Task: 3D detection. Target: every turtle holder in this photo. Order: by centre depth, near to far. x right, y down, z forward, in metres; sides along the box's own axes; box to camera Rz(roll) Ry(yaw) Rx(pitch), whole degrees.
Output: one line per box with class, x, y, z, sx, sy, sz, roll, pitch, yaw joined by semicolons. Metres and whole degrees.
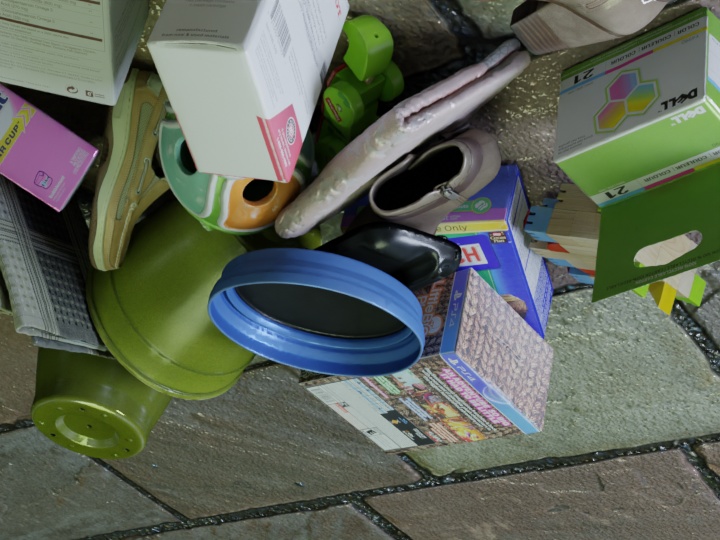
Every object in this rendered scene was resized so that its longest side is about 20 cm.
turtle holder;-0.109;-0.129;1.160;0.139;0.188;0.132;3;174;-3

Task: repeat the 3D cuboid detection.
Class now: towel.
towel;0.035;-0.112;1.124;0.032;0.191;0.200;53;139;3
towel;-0.317;-0.007;1.310;0.034;0.201;0.192;-29;159;14

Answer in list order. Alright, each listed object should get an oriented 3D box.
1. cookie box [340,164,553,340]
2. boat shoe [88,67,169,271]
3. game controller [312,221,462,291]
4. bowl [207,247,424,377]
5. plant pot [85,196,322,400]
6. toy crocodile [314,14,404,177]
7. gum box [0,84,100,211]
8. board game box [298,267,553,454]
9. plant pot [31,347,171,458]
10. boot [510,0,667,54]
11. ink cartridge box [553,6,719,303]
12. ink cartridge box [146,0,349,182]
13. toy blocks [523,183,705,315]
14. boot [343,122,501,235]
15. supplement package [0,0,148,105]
cookie box;0.091;-0.012;1.321;0.169;0.076;0.201;-1;142;21
boat shoe;-0.211;-0.089;1.249;0.075;0.072;0.202;10;113;-8
game controller;0.000;0.000;1.184;0.104;0.043;0.199;26;151;-27
bowl;-0.037;0.039;1.186;0.198;0.040;0.201;10;155;5
plant pot;-0.142;-0.004;1.327;0.199;0.202;0.193;31;129;-25
toy crocodile;-0.010;-0.143;1.182;0.062;0.067;0.201;45;150;18
gum box;-0.307;-0.115;1.219;0.113;0.066;0.200;34;178;-11
board game box;0.067;0.098;1.330;0.199;0.098;0.159;-14;138;36
plant pot;-0.278;0.098;1.474;0.198;0.194;0.201;8;145;6
boot;0.148;-0.249;0.981;0.146;0.071;0.200;-28;130;34
ink cartridge box;0.233;-0.092;1.056;0.147;0.202;0.076;-22;133;38
ink cartridge box;-0.079;-0.193;1.015;0.084;0.201;0.146;7;145;17
toy blocks;0.225;-0.030;1.242;0.136;0.101;0.199;9;166;42
boot;0.039;-0.060;1.157;0.199;0.146;0.071;-38;81;17
supplement package;-0.241;-0.251;1.058;0.116;0.118;0.201;12;145;0
